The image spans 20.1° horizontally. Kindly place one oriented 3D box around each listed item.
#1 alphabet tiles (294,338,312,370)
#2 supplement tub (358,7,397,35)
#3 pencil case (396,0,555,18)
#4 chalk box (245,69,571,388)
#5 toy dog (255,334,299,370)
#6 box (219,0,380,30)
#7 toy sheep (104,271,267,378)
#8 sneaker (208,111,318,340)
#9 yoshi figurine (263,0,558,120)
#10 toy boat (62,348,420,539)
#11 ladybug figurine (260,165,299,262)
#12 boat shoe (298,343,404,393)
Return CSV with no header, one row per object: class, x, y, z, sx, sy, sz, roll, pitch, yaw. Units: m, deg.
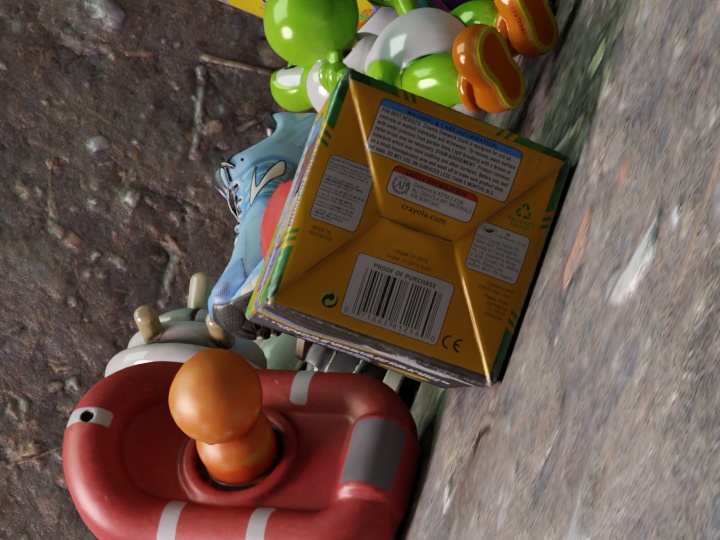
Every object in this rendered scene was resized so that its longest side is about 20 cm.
alphabet tiles,0.000,0.000,1.422,0.196,0.015,0.201,-48,-26,-48
supplement tub,0.049,-0.217,1.532,0.132,0.131,0.201,-109,39,-83
pencil case,0.075,-0.179,1.357,0.092,0.085,0.200,-33,-1,-8
chalk box,0.018,-0.014,1.073,0.200,0.124,0.124,158,132,-82
toy dog,-0.034,-0.024,1.482,0.200,0.096,0.132,-52,-25,-27
box,-0.012,-0.300,1.406,0.193,0.122,0.201,-41,36,51
toy sheep,-0.116,0.092,1.364,0.138,0.137,0.201,120,163,-64
sneaker,-0.063,-0.034,1.361,0.079,0.090,0.200,96,-165,-45
yoshi figurine,0.012,-0.143,1.230,0.200,0.112,0.112,-4,84,42
toy boat,-0.072,0.093,1.129,0.131,0.199,0.131,72,-154,-47
ladybug figurine,-0.001,-0.030,1.257,0.136,0.072,0.200,-61,-21,17
boat shoe,-0.008,0.071,1.361,0.200,0.067,0.072,105,-176,-82
